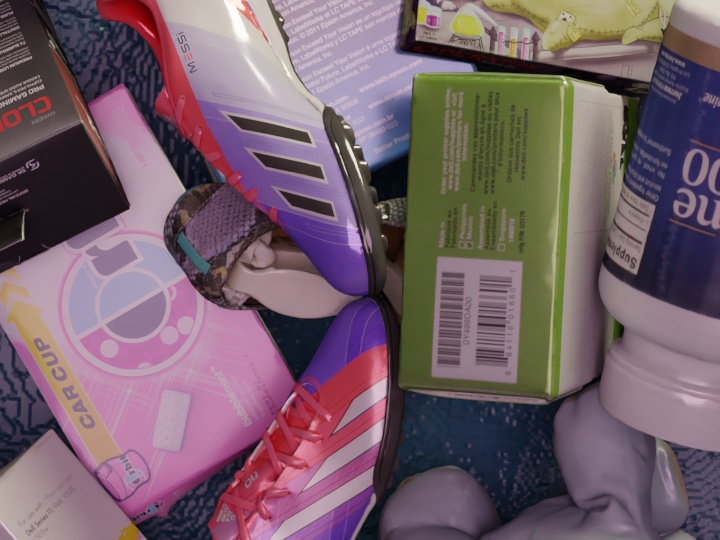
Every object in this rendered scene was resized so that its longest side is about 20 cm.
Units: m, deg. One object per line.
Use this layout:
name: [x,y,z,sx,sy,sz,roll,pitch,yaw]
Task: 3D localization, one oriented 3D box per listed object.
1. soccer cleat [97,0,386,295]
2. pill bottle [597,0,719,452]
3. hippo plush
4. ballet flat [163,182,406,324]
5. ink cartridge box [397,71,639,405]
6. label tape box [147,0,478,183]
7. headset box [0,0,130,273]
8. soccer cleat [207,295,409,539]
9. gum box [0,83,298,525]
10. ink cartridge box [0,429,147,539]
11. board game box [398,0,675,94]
soccer cleat: [-0.053,-0.066,1.119,0.073,0.068,0.201,-22,69,-16]
pill bottle: [0.176,-0.022,1.134,0.110,0.111,0.201,13,105,-4]
hippo plush: [0.085,0.169,1.204,0.160,0.200,0.160,-16,126,17]
ballet flat: [0.000,0.000,1.189,0.199,0.072,0.072,4,93,-31]
ink cartridge box: [0.083,-0.018,1.177,0.075,0.200,0.149,4,93,16]
label tape box: [-0.040,-0.138,1.217,0.144,0.063,0.201,-25,94,-2]
headset box: [-0.209,-0.072,1.153,0.148,0.075,0.200,-25,54,-1]
soccer cleat: [-0.032,0.105,1.144,0.073,0.068,0.201,11,104,-21]
gum box: [-0.118,0.020,1.220,0.113,0.066,0.201,-30,94,-2]
ink cartridge box: [-0.161,0.160,1.198,0.200,0.067,0.117,50,133,-5]
board game box: [0.121,-0.154,1.209,0.199,0.032,0.121,8,79,-19]
